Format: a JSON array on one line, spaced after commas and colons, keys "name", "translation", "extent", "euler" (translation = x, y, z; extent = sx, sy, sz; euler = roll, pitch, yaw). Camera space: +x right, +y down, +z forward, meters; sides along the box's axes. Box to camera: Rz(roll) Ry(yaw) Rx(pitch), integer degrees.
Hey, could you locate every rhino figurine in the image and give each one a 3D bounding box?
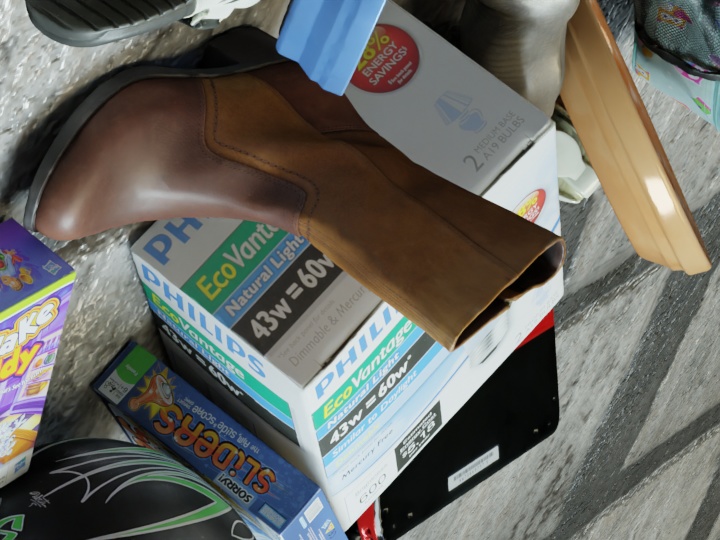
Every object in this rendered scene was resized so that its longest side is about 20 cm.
[{"name": "rhino figurine", "translation": [0.078, -0.153, 1.475], "extent": [0.060, 0.087, 0.200], "euler": [-35, 151, -31]}]

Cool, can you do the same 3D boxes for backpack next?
[{"name": "backpack", "translation": [0.247, -0.175, 1.716], "extent": [0.176, 0.153, 0.200], "euler": [-50, 166, -22]}]

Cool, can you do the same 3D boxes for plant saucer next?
[{"name": "plant saucer", "translation": [0.141, -0.086, 1.602], "extent": [0.037, 0.201, 0.200], "euler": [-23, 160, 7]}]

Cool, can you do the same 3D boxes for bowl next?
[{"name": "bowl", "translation": [0.015, -0.177, 1.275], "extent": [0.201, 0.039, 0.201], "euler": [-156, -90, -87]}]

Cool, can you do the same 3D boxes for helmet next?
[{"name": "helmet", "translation": [-0.133, 0.180, 1.426], "extent": [0.190, 0.200, 0.200], "euler": [-29, 150, -26]}]

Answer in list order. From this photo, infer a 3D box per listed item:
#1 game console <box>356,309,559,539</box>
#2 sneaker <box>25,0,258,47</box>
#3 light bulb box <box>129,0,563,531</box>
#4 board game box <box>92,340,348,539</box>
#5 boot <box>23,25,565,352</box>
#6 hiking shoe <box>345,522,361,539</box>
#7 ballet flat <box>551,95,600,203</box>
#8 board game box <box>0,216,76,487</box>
[{"name": "game console", "translation": [0.053, 0.052, 1.727], "extent": [0.200, 0.031, 0.177], "euler": [-29, 122, -46]}, {"name": "sneaker", "translation": [-0.071, -0.132, 1.223], "extent": [0.200, 0.074, 0.089], "euler": [-40, 160, -40]}, {"name": "light bulb box", "translation": [0.000, 0.000, 1.506], "extent": [0.198, 0.125, 0.200], "euler": [-47, 159, -15]}, {"name": "board game box", "translation": [-0.064, 0.123, 1.550], "extent": [0.034, 0.135, 0.200], "euler": [-49, 158, -12]}, {"name": "boot", "translation": [-0.031, -0.017, 1.310], "extent": [0.188, 0.200, 0.069], "euler": [-26, 147, -49]}, {"name": "hiking shoe", "translation": [-0.053, 0.178, 1.723], "extent": [0.200, 0.087, 0.074], "euler": [-48, 158, -13]}, {"name": "ballet flat", "translation": [0.106, -0.076, 1.678], "extent": [0.068, 0.072, 0.200], "euler": [-52, 159, 3]}, {"name": "board game box", "translation": [-0.222, 0.075, 1.274], "extent": [0.200, 0.045, 0.135], "euler": [-32, 151, -42]}]
